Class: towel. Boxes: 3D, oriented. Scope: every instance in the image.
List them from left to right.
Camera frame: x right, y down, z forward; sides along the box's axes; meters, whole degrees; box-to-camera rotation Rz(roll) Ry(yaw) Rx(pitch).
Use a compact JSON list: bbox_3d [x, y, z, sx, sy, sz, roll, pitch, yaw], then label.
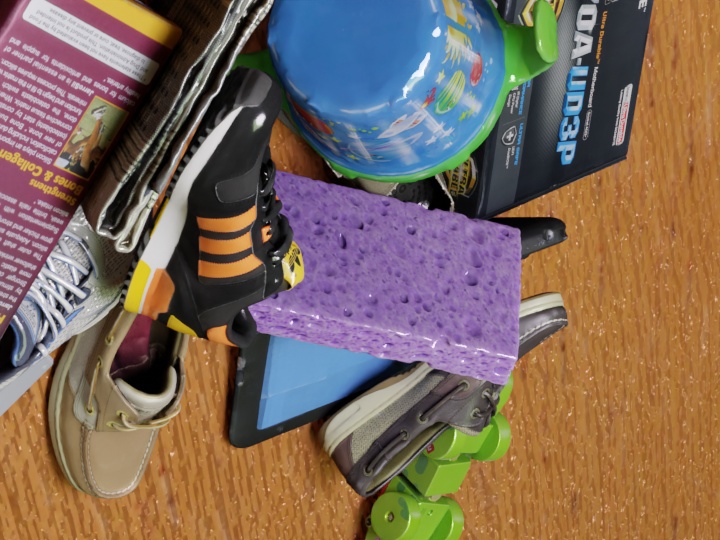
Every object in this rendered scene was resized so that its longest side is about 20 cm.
[{"bbox_3d":[-0.097,-0.111,1.232,0.035,0.200,0.193,30,96,-18],"label":"towel"}]

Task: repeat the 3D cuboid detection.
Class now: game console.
[{"bbox_3d":[0.025,0.043,1.519,0.200,0.176,0.116,-20,103,-34],"label":"game console"}]

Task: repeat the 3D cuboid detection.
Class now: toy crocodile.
[{"bbox_3d":[0.051,0.146,1.665,0.067,0.062,0.200,6,119,-46],"label":"toy crocodile"}]

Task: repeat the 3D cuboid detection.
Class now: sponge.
[{"bbox_3d":[0.000,0.000,1.390,0.200,0.112,0.030,12,138,-9],"label":"sponge"}]

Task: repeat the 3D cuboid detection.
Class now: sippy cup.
[{"bbox_3d":[0.009,-0.123,1.264,0.178,0.140,0.130,-40,169,6],"label":"sippy cup"}]

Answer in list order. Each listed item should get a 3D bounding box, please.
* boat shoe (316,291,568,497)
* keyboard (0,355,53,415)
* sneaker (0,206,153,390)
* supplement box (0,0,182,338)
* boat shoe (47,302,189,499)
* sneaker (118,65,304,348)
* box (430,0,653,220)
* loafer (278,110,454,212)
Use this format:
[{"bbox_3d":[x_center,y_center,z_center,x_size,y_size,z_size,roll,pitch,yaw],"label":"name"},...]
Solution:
[{"bbox_3d":[0.066,0.086,1.574,0.200,0.065,0.073,-35,164,17],"label":"boat shoe"},{"bbox_3d":[-0.268,0.111,1.367,0.200,0.011,0.056,-45,145,-8],"label":"keyboard"},{"bbox_3d":[-0.190,0.023,1.295,0.200,0.085,0.077,-44,103,-11],"label":"sneaker"},{"bbox_3d":[-0.197,-0.072,1.166,0.110,0.086,0.200,26,97,-52],"label":"supplement box"},{"bbox_3d":[-0.143,0.065,1.404,0.074,0.066,0.200,-17,129,-35],"label":"boat shoe"},{"bbox_3d":[-0.063,-0.031,1.254,0.200,0.090,0.070,-58,-173,47],"label":"sneaker"},{"bbox_3d":[0.125,-0.146,1.512,0.159,0.046,0.200,-23,132,-39],"label":"box"},{"bbox_3d":[0.010,-0.086,1.438,0.075,0.070,0.200,-49,141,-5],"label":"loafer"}]
